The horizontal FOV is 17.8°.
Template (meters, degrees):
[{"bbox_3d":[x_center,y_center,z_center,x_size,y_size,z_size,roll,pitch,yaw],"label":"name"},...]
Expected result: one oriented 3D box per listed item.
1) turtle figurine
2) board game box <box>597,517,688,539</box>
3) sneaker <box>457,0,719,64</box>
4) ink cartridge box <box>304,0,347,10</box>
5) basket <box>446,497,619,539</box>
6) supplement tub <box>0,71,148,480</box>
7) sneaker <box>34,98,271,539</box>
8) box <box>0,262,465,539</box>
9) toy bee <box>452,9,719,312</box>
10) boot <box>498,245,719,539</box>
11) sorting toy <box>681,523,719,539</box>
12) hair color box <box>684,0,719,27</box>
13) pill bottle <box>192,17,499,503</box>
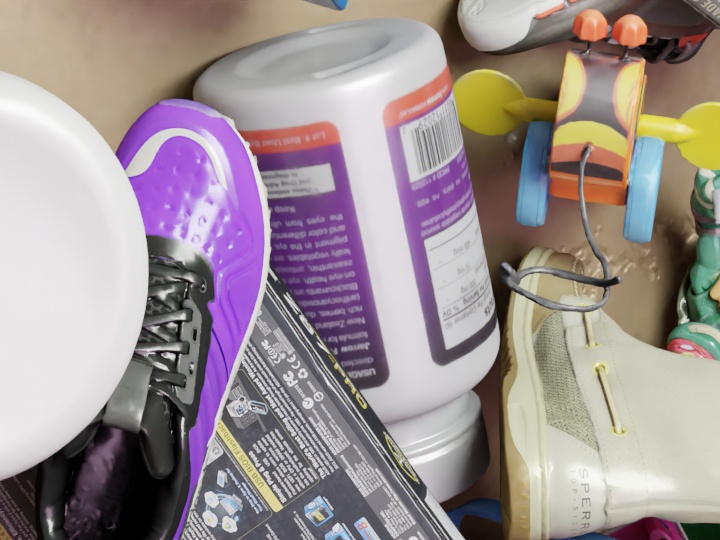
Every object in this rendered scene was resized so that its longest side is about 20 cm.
[{"bbox_3d":[0.207,0.001,1.141,0.150,0.101,0.200,48,65,-16],"label":"turtle figurine"},{"bbox_3d":[0.101,0.240,1.072,0.199,0.026,0.201,-28,100,8],"label":"board game box"},{"bbox_3d":[0.137,-0.128,1.090,0.199,0.077,0.082,-25,118,-24],"label":"sneaker"},{"bbox_3d":[-0.036,-0.219,0.937,0.115,0.067,0.201,16,92,3],"label":"ink cartridge box"},{"bbox_3d":[0.117,0.197,0.988,0.139,0.199,0.178,-18,111,-50],"label":"basket"},{"bbox_3d":[-0.174,-0.009,0.842,0.144,0.200,0.147,-5,101,-25],"label":"supplement tub"},{"bbox_3d":[-0.080,0.036,0.870,0.069,0.100,0.202,11,94,2],"label":"sneaker"},{"bbox_3d":[-0.065,0.096,0.948,0.161,0.049,0.200,-36,92,5],"label":"box"},{"bbox_3d":[0.113,-0.064,1.017,0.130,0.200,0.109,3,109,-13],"label":"toy bee"},{"bbox_3d":[0.140,0.054,1.027,0.153,0.200,0.073,0,119,5],"label":"boot"},{"bbox_3d":[0.258,0.109,1.146,0.199,0.198,0.070,-22,95,-26],"label":"sorting toy"},{"bbox_3d":[0.196,-0.197,1.051,0.109,0.065,0.201,33,53,-17],"label":"hair color box"},{"bbox_3d":[0.000,0.000,1.009,0.111,0.111,0.201,-21,110,-26],"label":"pill bottle"}]
